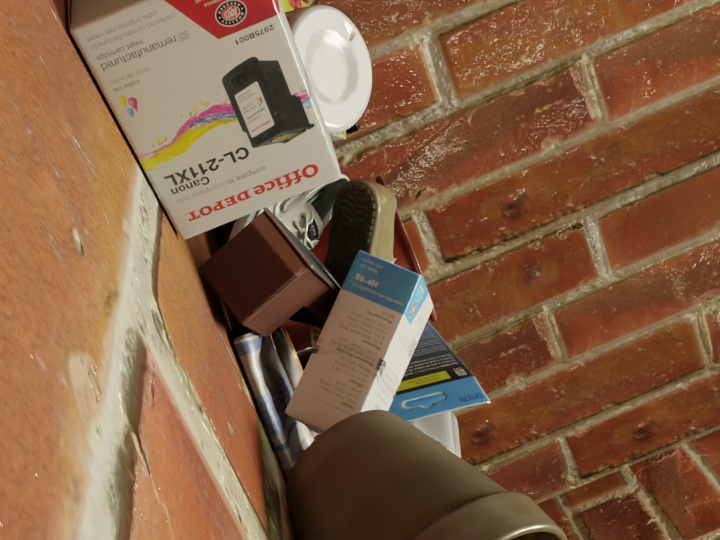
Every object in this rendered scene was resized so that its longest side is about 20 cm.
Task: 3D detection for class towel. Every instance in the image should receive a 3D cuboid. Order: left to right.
[{"bbox_3d":[-0.067,0.142,0.953,0.147,0.024,0.202,-83,152,-88],"label":"towel"}]

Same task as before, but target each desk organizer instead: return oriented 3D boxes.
[{"bbox_3d":[-0.068,0.019,0.943,0.072,0.077,0.200,50,1,18],"label":"desk organizer"}]

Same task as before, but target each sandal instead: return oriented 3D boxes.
[{"bbox_3d":[-0.049,0.116,1.108,0.207,0.059,0.080,83,-15,-62],"label":"sandal"}]

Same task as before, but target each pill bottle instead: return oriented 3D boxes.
[{"bbox_3d":[-0.096,-0.178,0.980,0.198,0.114,0.115,-1,-60,44],"label":"pill bottle"}]

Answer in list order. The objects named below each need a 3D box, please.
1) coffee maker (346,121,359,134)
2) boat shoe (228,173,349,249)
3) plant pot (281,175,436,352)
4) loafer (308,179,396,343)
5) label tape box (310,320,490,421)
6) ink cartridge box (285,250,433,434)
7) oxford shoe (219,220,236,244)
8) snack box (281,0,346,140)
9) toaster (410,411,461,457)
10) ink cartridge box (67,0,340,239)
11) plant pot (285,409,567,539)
[{"bbox_3d":[-0.105,-0.200,1.404,0.135,0.198,0.193,-111,179,-46],"label":"coffee maker"},{"bbox_3d":[-0.070,-0.049,1.031,0.201,0.066,0.074,-62,151,-43],"label":"boat shoe"},{"bbox_3d":[-0.027,0.007,1.335,0.201,0.193,0.203,-22,90,-90],"label":"plant pot"},{"bbox_3d":[0.000,0.000,1.063,0.076,0.067,0.202,33,-59,29],"label":"loafer"},{"bbox_3d":[0.041,0.129,1.179,0.200,0.142,0.067,-127,-149,-52],"label":"label tape box"},{"bbox_3d":[-0.006,0.097,0.943,0.066,0.202,0.116,22,-12,14],"label":"ink cartridge box"},{"bbox_3d":[-0.117,-0.058,1.087,0.200,0.074,0.071,69,-1,-64],"label":"oxford shoe"},{"bbox_3d":[-0.072,-0.224,1.158,0.200,0.052,0.144,-8,94,-73],"label":"snack box"},{"bbox_3d":[0.051,0.234,1.224,0.113,0.201,0.129,29,15,-10],"label":"toaster"},{"bbox_3d":[-0.114,-0.142,0.792,0.083,0.144,0.201,-110,178,-50],"label":"ink cartridge box"},{"bbox_3d":[0.032,0.211,0.804,0.174,0.199,0.201,46,-13,38],"label":"plant pot"}]
